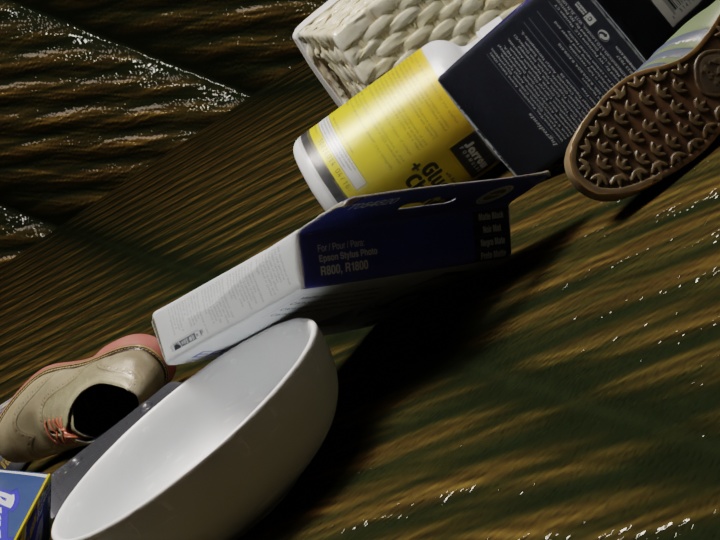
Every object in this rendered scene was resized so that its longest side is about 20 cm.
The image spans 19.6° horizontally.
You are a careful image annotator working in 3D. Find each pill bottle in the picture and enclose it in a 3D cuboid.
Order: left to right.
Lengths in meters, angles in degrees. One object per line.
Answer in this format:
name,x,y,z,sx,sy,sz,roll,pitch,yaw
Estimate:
pill bottle,0.053,-0.113,1.666,0.199,0.112,0.112,-35,10,8

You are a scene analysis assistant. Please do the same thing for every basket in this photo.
basket,0.057,-0.234,1.998,0.200,0.136,0.123,-39,14,-10

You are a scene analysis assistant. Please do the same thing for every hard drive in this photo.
hard drive,-0.154,0.137,1.441,0.135,0.042,0.200,-38,11,-9

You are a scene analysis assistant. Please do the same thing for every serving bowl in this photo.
serving bowl,-0.087,0.117,1.234,0.200,0.066,0.200,-36,12,9

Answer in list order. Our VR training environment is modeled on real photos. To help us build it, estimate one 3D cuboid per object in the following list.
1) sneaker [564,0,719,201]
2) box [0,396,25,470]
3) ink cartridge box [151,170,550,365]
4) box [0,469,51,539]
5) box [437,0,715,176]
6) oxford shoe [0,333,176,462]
sneaker,0.205,-0.110,1.321,0.200,0.067,0.090,-43,-4,-9
box,-0.389,0.203,1.910,0.199,0.048,0.158,-33,10,19
ink cartridge box,0.000,0.000,1.327,0.199,0.041,0.200,-9,-15,-44
box,-0.248,0.199,1.307,0.064,0.071,0.200,5,23,4
box,0.171,-0.171,1.481,0.148,0.104,0.200,-42,4,-32
oxford shoe,-0.247,0.119,1.761,0.199,0.071,0.075,-32,16,30
